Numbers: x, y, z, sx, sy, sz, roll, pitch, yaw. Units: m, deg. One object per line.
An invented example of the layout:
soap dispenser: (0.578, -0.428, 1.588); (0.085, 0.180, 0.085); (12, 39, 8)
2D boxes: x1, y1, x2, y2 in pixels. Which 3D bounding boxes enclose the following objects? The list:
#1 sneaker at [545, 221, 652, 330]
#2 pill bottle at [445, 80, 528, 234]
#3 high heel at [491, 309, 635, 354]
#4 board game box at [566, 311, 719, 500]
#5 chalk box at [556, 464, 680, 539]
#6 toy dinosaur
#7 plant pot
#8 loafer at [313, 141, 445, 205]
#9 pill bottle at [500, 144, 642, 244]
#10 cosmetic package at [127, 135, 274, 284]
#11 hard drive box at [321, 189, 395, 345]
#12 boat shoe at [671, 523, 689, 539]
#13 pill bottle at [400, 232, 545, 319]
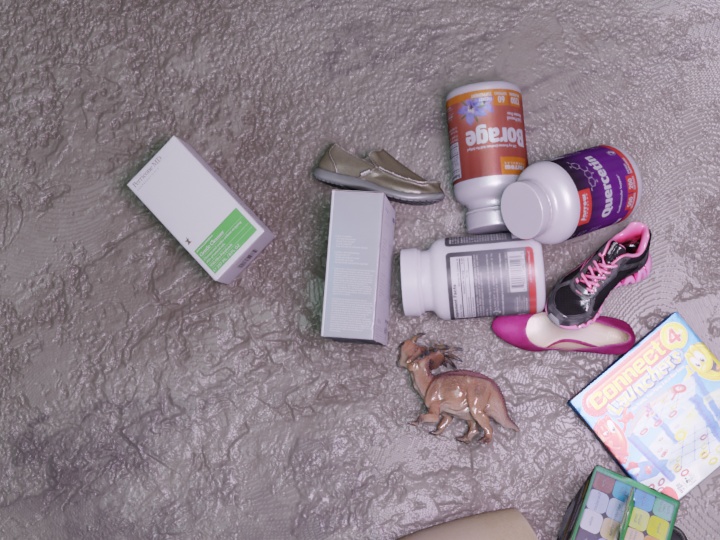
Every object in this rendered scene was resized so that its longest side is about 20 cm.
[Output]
sneaker: (0.331, 0.000, 1.550); (0.199, 0.096, 0.079); (-38, 64, -24)
pill bottle: (0.184, -0.159, 1.608); (0.110, 0.112, 0.203); (-6, 83, 6)
high heel: (0.283, 0.086, 1.577); (0.197, 0.096, 0.068); (12, 85, 8)
board game box: (0.426, 0.197, 1.568); (0.199, 0.056, 0.196); (-40, 81, 1)
chalk box: (0.334, 0.348, 1.475); (0.122, 0.201, 0.125); (23, 61, 8)
toy dinosaur: (0.141, 0.168, 1.595); (0.197, 0.086, 0.138); (14, 79, 2)
plant pot: (0.148, 0.413, 1.528); (0.198, 0.187, 0.189); (-27, 81, -10)
loafer: (0.030, -0.143, 1.643); (0.197, 0.075, 0.071); (14, 90, 8)
pill bottle: (0.288, -0.102, 1.544); (0.198, 0.112, 0.114); (-18, 80, -37)
cosmetic package: (-0.234, -0.088, 1.663); (0.200, 0.085, 0.108); (44, 93, 8)
hard drive box: (0.000, 0.000, 1.590); (0.076, 0.156, 0.203); (4, 83, 8)
boat shoe: (0.431, 0.448, 1.535); (0.071, 0.068, 0.203); (-1, 82, 8)
pill bottle: (0.158, 0.009, 1.591); (0.197, 0.116, 0.118); (-4, 83, 7)
